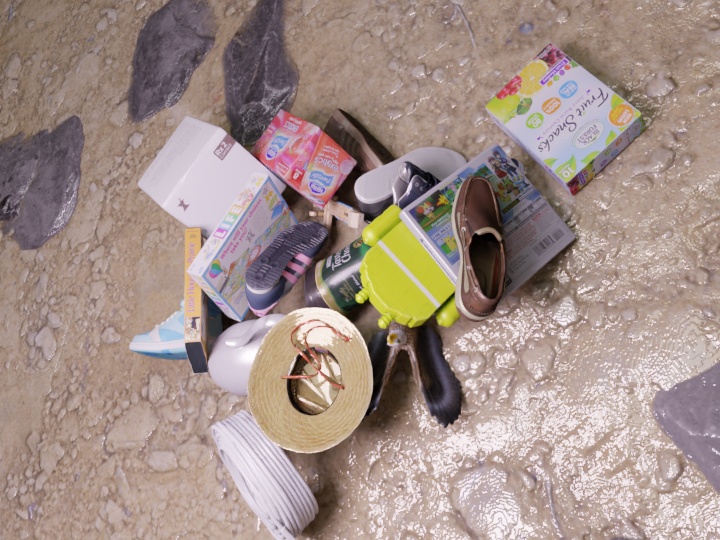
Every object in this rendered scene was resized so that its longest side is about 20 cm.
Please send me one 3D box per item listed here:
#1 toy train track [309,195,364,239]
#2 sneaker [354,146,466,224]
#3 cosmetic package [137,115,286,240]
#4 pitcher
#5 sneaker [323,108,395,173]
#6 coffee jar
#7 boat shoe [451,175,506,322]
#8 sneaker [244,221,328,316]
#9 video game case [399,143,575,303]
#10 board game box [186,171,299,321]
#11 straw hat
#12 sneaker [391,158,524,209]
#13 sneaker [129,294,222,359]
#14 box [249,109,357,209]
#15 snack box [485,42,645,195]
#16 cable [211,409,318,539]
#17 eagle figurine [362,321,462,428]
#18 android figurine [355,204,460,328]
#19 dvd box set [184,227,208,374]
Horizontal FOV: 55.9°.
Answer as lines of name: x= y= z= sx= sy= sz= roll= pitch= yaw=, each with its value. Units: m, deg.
toy train track: x=-0.048 y=-0.103 z=1.142 sx=0.200 sy=0.032 sz=0.117 roll=-147 pitch=61 yaw=-61
sneaker: x=0.078 y=-0.136 z=1.118 sx=0.197 sy=0.100 sz=0.072 roll=-21 pitch=68 yaw=-14
cosmetic package: x=-0.271 y=-0.155 z=1.227 sx=0.166 sy=0.164 sz=0.199 roll=-54 pitch=35 yaw=-3
pitcher: x=-0.159 y=0.124 z=1.091 sx=0.197 sy=0.172 sz=0.123 roll=-15 pitch=55 yaw=24
sneaker: x=-0.003 y=-0.203 z=1.201 sx=0.076 sy=0.070 sz=0.201 roll=-53 pitch=48 yaw=22
coffee jar: x=0.000 y=0.000 z=1.089 sx=0.198 sy=0.086 sz=0.105 roll=-32 pitch=28 yaw=16
boat shoe: x=0.164 y=-0.040 z=0.891 sx=0.073 sy=0.075 sz=0.207 roll=5 pitch=68 yaw=-11
sneaker: x=-0.122 y=-0.006 z=1.116 sx=0.069 sy=0.083 sz=0.200 roll=27 pitch=46 yaw=21
video game case: x=0.181 y=-0.062 z=0.957 sx=0.199 sy=0.022 sz=0.183 roll=-36 pitch=81 yaw=-23
board game box: x=-0.183 y=-0.038 z=1.105 sx=0.034 sy=0.135 sz=0.202 roll=16 pitch=63 yaw=31
straw hat: x=-0.062 y=0.164 z=0.990 sx=0.197 sy=0.085 sz=0.205 roll=-4 pitch=71 yaw=11
sneaker: x=0.139 y=-0.130 z=1.025 sx=0.202 sy=0.146 sz=0.077 roll=-41 pitch=27 yaw=9
sneaker: x=-0.336 y=0.094 z=1.264 sx=0.196 sy=0.080 sz=0.133 roll=-4 pitch=71 yaw=18
box: x=-0.103 y=-0.194 z=1.166 sx=0.103 sy=0.094 sz=0.200 roll=-52 pitch=32 yaw=2
snack box: x=0.305 y=-0.233 z=1.029 sx=0.142 sy=0.053 sz=0.201 roll=-43 pitch=57 yaw=10
cable: x=-0.144 y=0.301 z=1.005 sx=0.069 sy=0.203 sz=0.199 roll=-32 pitch=18 yaw=-24
eagle figurine: x=0.063 y=0.118 z=0.991 sx=0.150 sy=0.149 sz=0.205 roll=-5 pitch=84 yaw=52
android figurine: x=0.079 y=-0.005 z=0.942 sx=0.182 sy=0.041 sz=0.200 roll=45 pitch=67 yaw=6
dvd box set: x=-0.273 y=0.052 z=1.135 sx=0.029 sy=0.147 sz=0.204 roll=-3 pitch=64 yaw=-8
